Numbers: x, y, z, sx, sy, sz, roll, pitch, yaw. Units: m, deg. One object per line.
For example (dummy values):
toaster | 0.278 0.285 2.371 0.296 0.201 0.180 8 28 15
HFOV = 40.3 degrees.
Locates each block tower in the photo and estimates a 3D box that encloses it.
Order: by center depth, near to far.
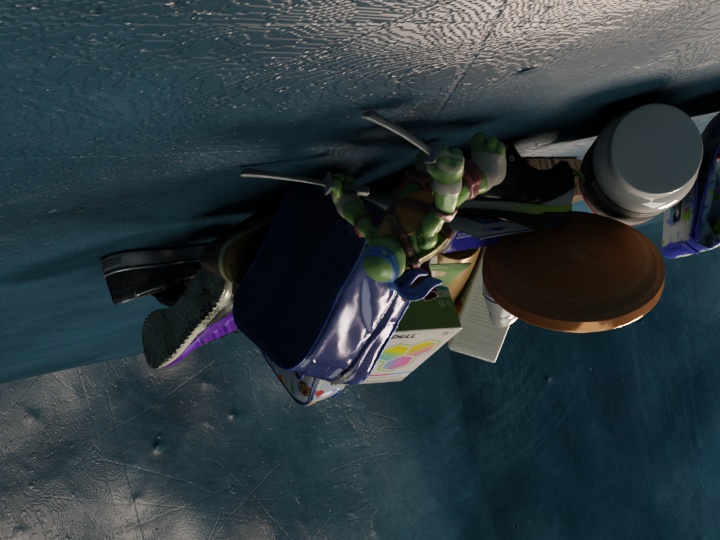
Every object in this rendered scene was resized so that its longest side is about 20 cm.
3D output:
block tower | 0.230 -0.113 1.271 0.054 0.058 0.199 -18 172 38

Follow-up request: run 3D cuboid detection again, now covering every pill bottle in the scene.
pill bottle | 0.312 -0.118 1.097 0.115 0.117 0.200 -15 175 4

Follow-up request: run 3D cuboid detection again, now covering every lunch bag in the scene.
lunch bag | -0.028 0.024 1.018 0.132 0.201 0.136 17 -163 -48
lunch bag | 0.435 -0.104 1.167 0.201 0.127 0.170 -57 173 0
lunch bag | -0.066 0.068 1.307 0.075 0.161 0.201 -11 140 -36

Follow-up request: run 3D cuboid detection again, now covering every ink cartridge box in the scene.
ink cartridge box | 0.086 -0.054 1.097 0.094 0.038 0.199 -9 -159 -43
ink cartridge box | 0.048 0.066 1.156 0.103 0.060 0.200 -1 150 -34

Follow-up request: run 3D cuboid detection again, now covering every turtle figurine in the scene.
turtle figurine | 0.040 -0.089 0.881 0.194 0.200 0.144 -39 173 -49

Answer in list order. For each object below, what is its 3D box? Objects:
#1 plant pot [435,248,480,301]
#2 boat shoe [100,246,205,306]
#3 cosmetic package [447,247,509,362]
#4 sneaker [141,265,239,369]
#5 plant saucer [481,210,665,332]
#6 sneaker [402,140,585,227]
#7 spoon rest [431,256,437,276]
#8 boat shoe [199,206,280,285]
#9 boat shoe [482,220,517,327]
plant pot | 0.072 -0.017 1.292 0.185 0.188 0.200 -12 164 -28
boat shoe | -0.233 0.011 1.216 0.071 0.069 0.199 -17 174 30
cosmetic package | 0.179 0.008 1.319 0.070 0.202 0.102 17 -160 -4
sneaker | -0.182 0.061 1.182 0.099 0.070 0.200 4 147 -45
plant saucer | 0.233 -0.008 1.081 0.198 0.033 0.201 -4 -143 3
sneaker | 0.146 -0.105 1.085 0.198 0.084 0.072 9 -164 -3
spoon rest | 0.000 0.000 1.153 0.198 0.101 0.061 -15 -171 -21
boat shoe | -0.097 -0.041 1.099 0.064 0.074 0.199 15 -157 34
boat shoe | 0.193 -0.011 1.170 0.073 0.066 0.200 17 -138 26
